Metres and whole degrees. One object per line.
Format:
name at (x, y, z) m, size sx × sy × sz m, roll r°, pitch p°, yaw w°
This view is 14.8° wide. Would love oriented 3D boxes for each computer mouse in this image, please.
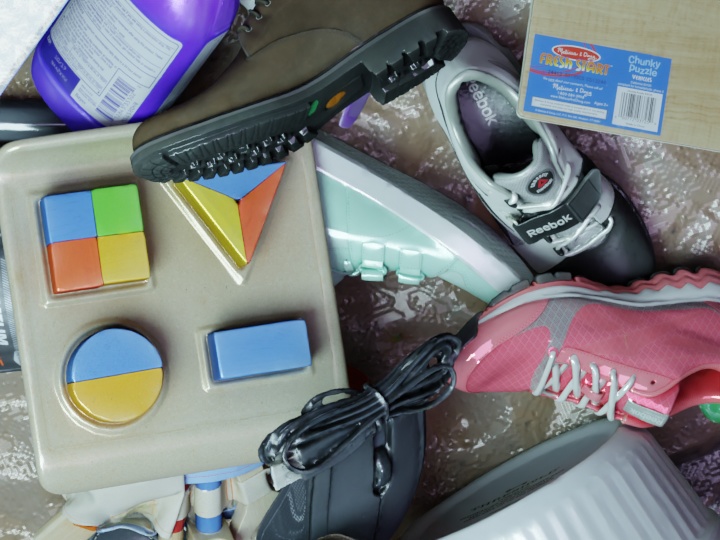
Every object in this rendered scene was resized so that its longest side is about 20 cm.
computer mouse at (-0.006, 0.125, 1.569) m, size 0.138 × 0.200 × 0.053 m, roll -29°, pitch 69°, yaw -27°

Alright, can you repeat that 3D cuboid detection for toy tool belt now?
toy tool belt at (-0.095, 0.117, 1.662) m, size 0.198 × 0.125 × 0.124 m, roll -3°, pitch 128°, yaw -15°

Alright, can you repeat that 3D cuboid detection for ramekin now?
ramekin at (0.109, 0.165, 1.629) m, size 0.201 × 0.202 × 0.095 m, roll -29°, pitch 94°, yaw 10°

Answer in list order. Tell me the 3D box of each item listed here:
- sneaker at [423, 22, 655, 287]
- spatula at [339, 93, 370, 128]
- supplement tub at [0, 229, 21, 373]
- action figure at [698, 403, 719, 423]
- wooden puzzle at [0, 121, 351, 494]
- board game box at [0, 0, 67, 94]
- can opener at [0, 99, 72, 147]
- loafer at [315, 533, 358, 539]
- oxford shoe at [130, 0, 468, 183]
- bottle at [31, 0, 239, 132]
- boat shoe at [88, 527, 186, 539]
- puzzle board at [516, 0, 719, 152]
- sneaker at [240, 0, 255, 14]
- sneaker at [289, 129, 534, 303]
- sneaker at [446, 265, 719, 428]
sneaker at (0.102, -0.048, 1.612) m, size 0.074 × 0.089 × 0.200 m, roll -38°, pitch 105°, yaw 11°
spatula at (0.048, -0.165, 1.593) m, size 0.021 × 0.057 × 0.200 m, roll 41°, pitch 95°, yaw 6°
supplement tub at (-0.203, 0.006, 1.622) m, size 0.198 × 0.107 × 0.108 m, roll -7°, pitch 108°, yaw 4°
action figure at (0.301, 0.076, 1.652) m, size 0.198 × 0.118 × 0.055 m, roll 1°, pitch 121°, yaw 10°
wooden puzzle at (-0.102, 0.016, 1.556) m, size 0.184 × 0.046 × 0.202 m, roll -8°, pitch 92°, yaw -13°
board game box at (-0.206, -0.171, 1.515) m, size 0.097 × 0.200 × 0.160 m, roll 35°, pitch 106°, yaw -10°
can opener at (-0.234, -0.070, 1.619) m, size 0.198 × 0.067 × 0.054 m, roll 1°, pitch 109°, yaw 1°
loafer at (-0.010, 0.202, 1.590) m, size 0.073 × 0.071 × 0.201 m, roll 33°, pitch 150°, yaw 16°
oxford shoe at (-0.046, -0.113, 1.532) m, size 0.199 × 0.073 × 0.085 m, roll -28°, pitch 76°, yaw -13°
bottle at (-0.110, -0.155, 1.542) m, size 0.084 × 0.065 × 0.200 m, roll 46°, pitch 131°, yaw 7°
boat shoe at (-0.106, 0.224, 1.718) m, size 0.074 × 0.062 × 0.201 m, roll -31°, pitch 104°, yaw 12°
puzzle board at (0.195, -0.144, 1.583) m, size 0.198 × 0.017 × 0.152 m, roll 9°, pitch 83°, yaw -4°
sneaker at (-0.065, -0.199, 1.571) m, size 0.093 × 0.070 × 0.201 m, roll -21°, pitch 110°, yaw 2°
sneaker at (0.000, 0.000, 1.633) m, size 0.199 × 0.074 × 0.119 m, roll 29°, pitch 100°, yaw 2°
sneaker at (0.144, 0.052, 1.602) m, size 0.199 × 0.087 × 0.074 m, roll -7°, pitch 145°, yaw -22°
